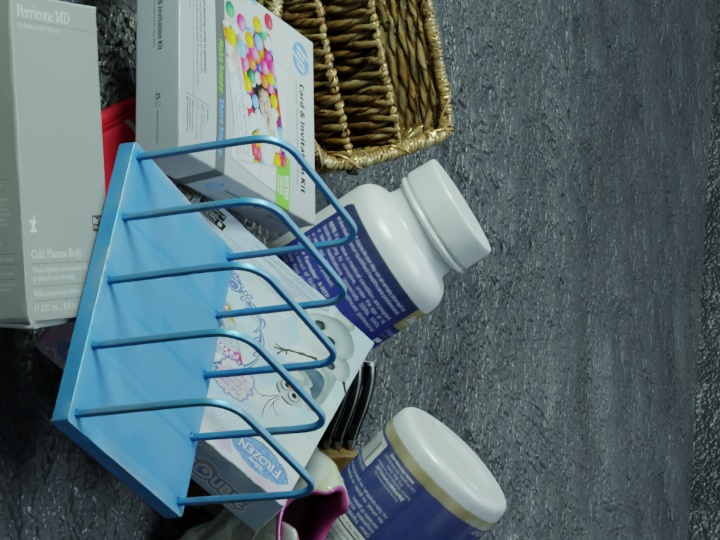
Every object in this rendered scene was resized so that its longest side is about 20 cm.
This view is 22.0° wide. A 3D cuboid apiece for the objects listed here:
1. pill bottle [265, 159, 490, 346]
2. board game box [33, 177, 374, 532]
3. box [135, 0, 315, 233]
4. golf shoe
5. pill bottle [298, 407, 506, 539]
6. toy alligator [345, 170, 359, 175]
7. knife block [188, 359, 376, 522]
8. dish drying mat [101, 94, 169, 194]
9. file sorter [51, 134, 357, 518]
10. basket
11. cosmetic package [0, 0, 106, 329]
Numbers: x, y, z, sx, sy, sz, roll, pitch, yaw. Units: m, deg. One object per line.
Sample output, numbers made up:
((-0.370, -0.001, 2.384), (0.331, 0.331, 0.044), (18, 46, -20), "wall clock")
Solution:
((0.000, 0.000, 1.512), (0.120, 0.199, 0.120), (56, 9, -14), "pill bottle")
((-0.104, 0.052, 1.316), (0.200, 0.043, 0.199), (42, 36, -7), "board game box")
((-0.097, -0.129, 1.377), (0.200, 0.041, 0.157), (30, 55, -60), "box")
((-0.083, 0.213, 1.355), (0.075, 0.091, 0.201), (36, 86, -41), "golf shoe")
((0.007, 0.211, 1.411), (0.111, 0.200, 0.111), (41, 11, -10), "pill bottle")
((-0.040, -0.178, 1.689), (0.054, 0.059, 0.202), (-16, 108, -26), "toy alligator")
((-0.042, 0.160, 1.476), (0.175, 0.064, 0.201), (-41, 136, -15), "knife block")
((-0.188, -0.069, 1.315), (0.200, 0.018, 0.077), (-45, 129, -64), "dish drying mat")
((-0.088, 0.033, 1.166), (0.139, 0.122, 0.201), (50, 41, -48), "file sorter")
((-0.025, -0.186, 1.565), (0.143, 0.148, 0.202), (-32, 117, -55), "basket")
((-0.217, -0.067, 1.144), (0.107, 0.089, 0.202), (-9, 99, -67), "cosmetic package")
